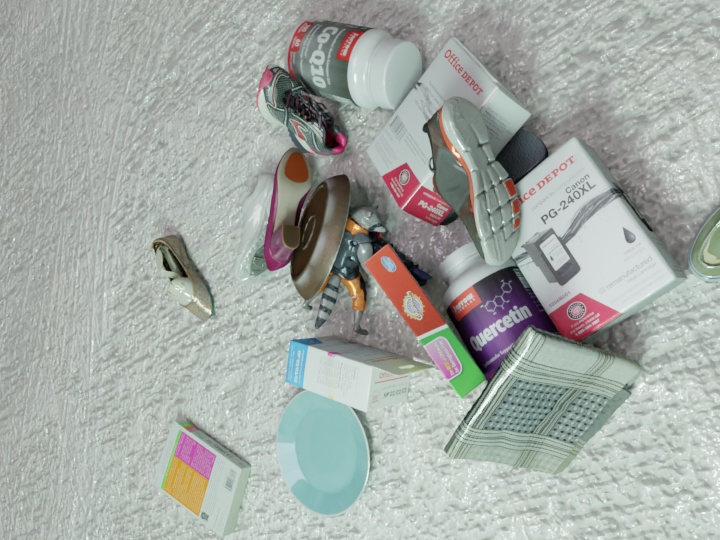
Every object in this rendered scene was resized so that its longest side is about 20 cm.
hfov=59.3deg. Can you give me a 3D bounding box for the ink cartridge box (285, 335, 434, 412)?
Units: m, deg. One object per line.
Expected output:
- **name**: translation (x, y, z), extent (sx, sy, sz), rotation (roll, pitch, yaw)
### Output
- **ink cartridge box**: translation (-0.002, 0.155, 0.941), extent (0.197, 0.114, 0.070), rotation (12, 96, 36)

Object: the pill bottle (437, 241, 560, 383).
- **pill bottle**: translation (0.180, 0.064, 0.813), extent (0.112, 0.112, 0.202), rotation (-41, 67, 27)

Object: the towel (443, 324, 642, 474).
- **towel**: translation (0.218, 0.164, 0.735), extent (0.195, 0.197, 0.035), rotation (-61, 31, 22)

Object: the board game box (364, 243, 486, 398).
- **board game box**: translation (0.083, 0.067, 0.833), extent (0.040, 0.153, 0.202), rotation (-36, 82, 1)

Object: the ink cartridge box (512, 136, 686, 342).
- **ink cartridge box**: translation (0.264, -0.034, 0.763), extent (0.145, 0.083, 0.202), rotation (-40, 67, 28)

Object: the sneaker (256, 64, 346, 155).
- **sneaker**: translation (-0.087, -0.245, 0.972), extent (0.074, 0.199, 0.082), rotation (17, 81, 31)

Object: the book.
- **book**: translation (-0.301, 0.387, 1.197), extent (0.197, 0.048, 0.136), rotation (22, 99, 33)

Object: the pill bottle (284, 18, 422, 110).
- **pill bottle**: translation (-0.012, -0.313, 0.964), extent (0.198, 0.113, 0.116), rotation (23, 102, 34)

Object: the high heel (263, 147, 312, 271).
- **high heel**: translation (-0.129, -0.102, 1.038), extent (0.096, 0.066, 0.204), rotation (-39, 38, 51)

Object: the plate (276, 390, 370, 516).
- **plate**: translation (-0.060, 0.294, 1.035), extent (0.197, 0.025, 0.205), rotation (-1, 88, 37)

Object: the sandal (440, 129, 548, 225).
- **sandal**: translation (0.173, -0.128, 0.873), extent (0.198, 0.042, 0.078), rotation (-28, 60, 42)

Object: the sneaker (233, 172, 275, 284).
- **sneaker**: translation (-0.178, -0.077, 1.112), extent (0.099, 0.077, 0.203), rotation (29, 96, 39)

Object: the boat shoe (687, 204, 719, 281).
- **boat shoe**: translation (0.428, -0.068, 0.667), extent (0.201, 0.061, 0.072), rotation (-51, 62, 24)

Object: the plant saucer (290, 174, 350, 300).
- **plant saucer**: translation (-0.069, -0.056, 0.979), extent (0.203, 0.032, 0.201), rotation (-90, 26, -44)

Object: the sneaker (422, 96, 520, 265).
- **sneaker**: translation (0.129, -0.102, 0.766), extent (0.081, 0.076, 0.204), rotation (-18, 88, 55)

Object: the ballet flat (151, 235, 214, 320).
- **ballet flat**: translation (-0.355, 0.016, 1.233), extent (0.068, 0.067, 0.201), rotation (-48, 63, 25)

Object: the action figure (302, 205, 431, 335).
- **action figure**: translation (0.000, 0.000, 0.955), extent (0.198, 0.104, 0.197), rotation (26, 108, 32)

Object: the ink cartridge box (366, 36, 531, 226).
- **ink cartridge box**: translation (0.115, -0.188, 0.863), extent (0.201, 0.082, 0.147), rotation (-50, 42, 24)
